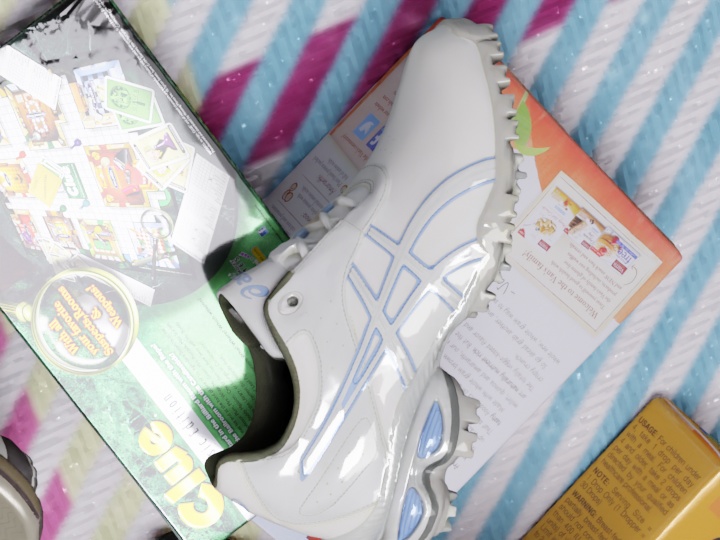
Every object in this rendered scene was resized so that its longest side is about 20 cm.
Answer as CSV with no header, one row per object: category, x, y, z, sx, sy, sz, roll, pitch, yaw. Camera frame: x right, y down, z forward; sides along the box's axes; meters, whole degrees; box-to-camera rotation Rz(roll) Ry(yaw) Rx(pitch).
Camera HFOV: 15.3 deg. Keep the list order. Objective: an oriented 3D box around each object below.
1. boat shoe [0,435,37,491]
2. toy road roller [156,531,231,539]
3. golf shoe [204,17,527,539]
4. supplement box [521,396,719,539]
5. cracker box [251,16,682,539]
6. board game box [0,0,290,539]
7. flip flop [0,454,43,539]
boat shoe,-0.180,0.144,1.048,0.060,0.072,0.201,23,110,-37
toy road roller,-0.032,0.207,1.074,0.199,0.146,0.123,22,107,-1
golf shoe,0.000,0.000,0.971,0.097,0.078,0.201,12,84,-16
supplement box,0.097,0.156,1.186,0.200,0.069,0.067,-49,125,2
cracker box,0.013,0.017,1.080,0.200,0.058,0.134,-46,123,1
board game box,-0.080,0.001,1.002,0.105,0.023,0.200,-37,103,-3
flip flop,-0.207,0.084,0.906,0.199,0.058,0.081,12,130,-21
